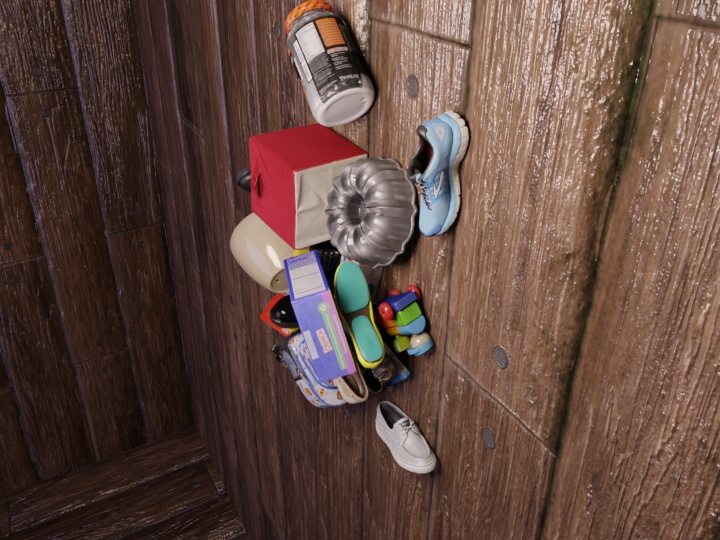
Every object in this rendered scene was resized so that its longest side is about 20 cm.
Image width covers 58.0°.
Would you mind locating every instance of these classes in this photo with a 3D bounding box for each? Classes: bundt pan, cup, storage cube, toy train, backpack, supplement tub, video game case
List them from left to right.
[{"bbox_3d":[-0.194,-0.032,1.536,0.145,0.197,0.202,61,151,32],"label":"cup"},{"bbox_3d":[-0.107,-0.172,1.307,0.179,0.197,0.174,39,136,41],"label":"storage cube"},{"bbox_3d":[-0.060,-0.378,1.184,0.203,0.120,0.123,69,153,15],"label":"supplement tub"},{"bbox_3d":[-0.066,0.203,1.449,0.193,0.198,0.154,63,156,-6],"label":"backpack"},{"bbox_3d":[0.006,-0.108,1.167,0.200,0.075,0.207,-5,84,48],"label":"bundt pan"},{"bbox_3d":[0.012,0.149,1.331,0.201,0.018,0.143,49,158,3],"label":"video game case"},{"bbox_3d":[0.061,0.106,1.252,0.117,0.084,0.199,62,154,-4],"label":"toy train"}]

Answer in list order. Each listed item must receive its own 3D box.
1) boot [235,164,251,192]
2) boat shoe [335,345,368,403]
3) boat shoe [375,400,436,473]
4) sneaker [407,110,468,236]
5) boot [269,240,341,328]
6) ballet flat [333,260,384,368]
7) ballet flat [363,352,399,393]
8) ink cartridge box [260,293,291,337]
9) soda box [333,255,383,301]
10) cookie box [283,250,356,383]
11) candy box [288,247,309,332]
[{"bbox_3d":[-0.168,-0.148,1.450,0.076,0.198,0.170,-43,61,36],"label":"boot"},{"bbox_3d":[-0.041,0.181,1.345,0.203,0.071,0.065,64,156,2],"label":"boat shoe"},{"bbox_3d":[0.085,0.333,1.320,0.200,0.069,0.073,35,137,57],"label":"boat shoe"},{"bbox_3d":[0.105,-0.145,1.009,0.078,0.089,0.203,43,140,47],"label":"sneaker"},{"bbox_3d":[-0.102,0.022,1.385,0.079,0.208,0.160,44,146,40],"label":"boot"},{"bbox_3d":[-0.006,0.085,1.189,0.067,0.065,0.203,102,153,-68],"label":"ballet flat"},{"bbox_3d":[0.032,0.215,1.309,0.068,0.046,0.200,48,158,8],"label":"ballet flat"},{"bbox_3d":[-0.180,0.059,1.617,0.043,0.175,0.199,41,169,-29],"label":"ink cartridge box"},{"bbox_3d":[0.000,0.000,1.320,0.064,0.067,0.202,54,147,34],"label":"soda box"},{"bbox_3d":[-0.079,0.081,1.203,0.201,0.074,0.174,-115,8,-65],"label":"cookie box"},{"bbox_3d":[-0.114,0.042,1.499,0.026,0.100,0.204,36,126,52],"label":"candy box"}]
